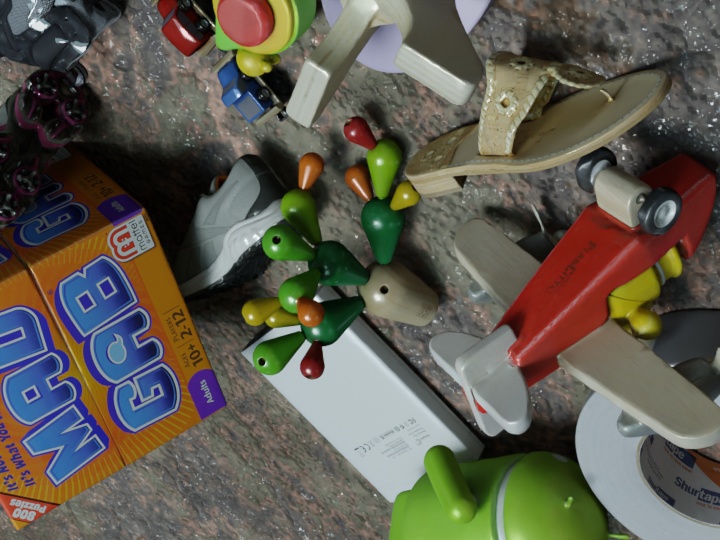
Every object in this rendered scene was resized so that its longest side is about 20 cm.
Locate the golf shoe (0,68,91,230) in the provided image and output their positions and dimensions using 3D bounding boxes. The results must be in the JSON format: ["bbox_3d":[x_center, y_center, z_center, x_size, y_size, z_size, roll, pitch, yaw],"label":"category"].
[{"bbox_3d":[-0.296,-0.081,0.980,0.092,0.200,0.073,-26,114,42],"label":"golf shoe"}]

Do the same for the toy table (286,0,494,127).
[{"bbox_3d":[0.013,-0.187,0.751,0.183,0.117,0.201,25,136,14],"label":"toy table"}]

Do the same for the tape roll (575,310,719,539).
[{"bbox_3d":[0.262,0.128,0.883,0.199,0.066,0.201,18,134,20],"label":"tape roll"}]

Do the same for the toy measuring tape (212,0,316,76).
[{"bbox_3d":[-0.062,-0.215,0.812,0.073,0.074,0.201,22,135,16],"label":"toy measuring tape"}]

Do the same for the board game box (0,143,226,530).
[{"bbox_3d":[-0.266,0.046,1.014,0.200,0.199,0.201,33,147,53],"label":"board game box"}]

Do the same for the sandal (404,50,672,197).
[{"bbox_3d":[0.094,-0.107,0.790,0.211,0.078,0.070,-17,121,46],"label":"sandal"}]

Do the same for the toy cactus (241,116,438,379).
[{"bbox_3d":[0.000,0.000,0.913,0.164,0.201,0.102,25,175,-37],"label":"toy cactus"}]

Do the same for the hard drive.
[{"bbox_3d":[0.000,0.113,1.072,0.200,0.027,0.132,46,136,-8],"label":"hard drive"}]

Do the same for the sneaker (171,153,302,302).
[{"bbox_3d":[-0.113,-0.030,1.008,0.200,0.074,0.080,-37,76,49],"label":"sneaker"}]

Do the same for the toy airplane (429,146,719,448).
[{"bbox_3d":[0.147,0.034,0.796,0.198,0.201,0.141,-14,147,32],"label":"toy airplane"}]

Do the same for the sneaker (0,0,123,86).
[{"bbox_3d":[-0.235,-0.231,0.913,0.113,0.076,0.201,26,135,4],"label":"sneaker"}]

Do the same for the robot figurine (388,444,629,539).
[{"bbox_3d":[0.114,0.211,0.983,0.199,0.116,0.175,-18,139,42],"label":"robot figurine"}]

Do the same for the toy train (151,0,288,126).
[{"bbox_3d":[-0.125,-0.185,0.893,0.200,0.046,0.034,48,136,-10],"label":"toy train"}]
